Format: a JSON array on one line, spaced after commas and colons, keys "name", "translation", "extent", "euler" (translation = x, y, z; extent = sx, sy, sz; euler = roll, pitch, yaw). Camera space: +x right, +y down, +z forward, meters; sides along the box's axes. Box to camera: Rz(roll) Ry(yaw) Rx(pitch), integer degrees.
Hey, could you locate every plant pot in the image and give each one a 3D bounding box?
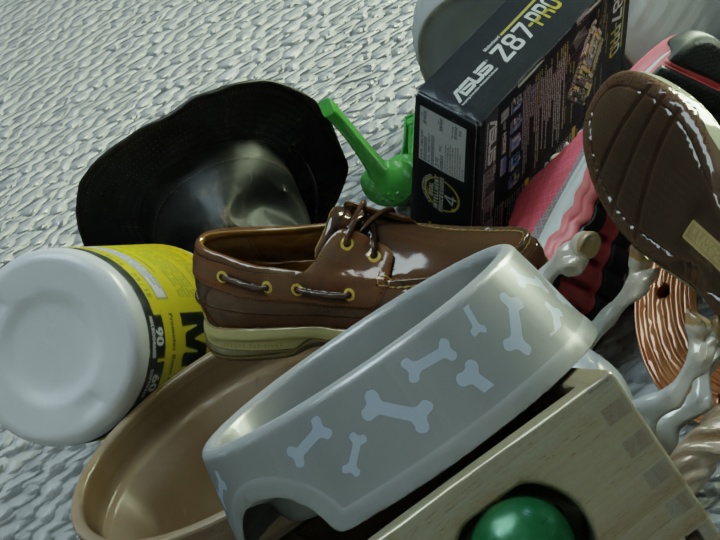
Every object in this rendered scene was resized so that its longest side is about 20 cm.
[{"name": "plant pot", "translation": [-0.048, 0.115, 1.461], "extent": [0.200, 0.093, 0.201], "euler": [-28, 23, 13]}]

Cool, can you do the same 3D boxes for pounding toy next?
[{"name": "pounding toy", "translation": [0.063, 0.152, 1.206], "extent": [0.184, 0.142, 0.200], "euler": [-35, 6, -9]}]

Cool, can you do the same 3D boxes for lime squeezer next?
[{"name": "lime squeezer", "translation": [0.016, -0.075, 1.821], "extent": [0.038, 0.071, 0.200], "euler": [-40, -10, 15]}]

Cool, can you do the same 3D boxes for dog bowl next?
[{"name": "dog bowl", "translation": [0.012, 0.059, 1.265], "extent": [0.200, 0.059, 0.200], "euler": [-33, 4, 3]}]

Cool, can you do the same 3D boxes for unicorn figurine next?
[{"name": "unicorn figurine", "translation": [0.114, 0.056, 1.364], "extent": [0.138, 0.074, 0.200], "euler": [-62, 29, 16]}]

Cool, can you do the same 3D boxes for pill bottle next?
[{"name": "pill bottle", "translation": [-0.140, 0.041, 1.618], "extent": [0.114, 0.115, 0.200], "euler": [-23, -6, 20]}]

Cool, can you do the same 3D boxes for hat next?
[{"name": "hat", "translation": [-0.085, -0.026, 1.750], "extent": [0.200, 0.201, 0.081], "euler": [-29, 55, 6]}]

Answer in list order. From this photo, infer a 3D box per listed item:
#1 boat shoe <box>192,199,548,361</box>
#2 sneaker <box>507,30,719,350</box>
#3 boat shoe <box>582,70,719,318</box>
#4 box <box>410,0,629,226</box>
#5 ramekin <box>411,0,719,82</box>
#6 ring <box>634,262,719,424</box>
[{"name": "boat shoe", "translation": [0.000, 0.000, 1.429], "extent": [0.199, 0.068, 0.072], "euler": [-7, 25, 24]}, {"name": "sneaker", "translation": [0.123, -0.049, 1.465], "extent": [0.200, 0.074, 0.087], "euler": [-58, 34, 5]}, {"name": "boat shoe", "translation": [0.183, -0.021, 1.345], "extent": [0.075, 0.075, 0.203], "euler": [-52, 47, 23]}, {"name": "box", "translation": [0.090, -0.066, 1.535], "extent": [0.049, 0.200, 0.161], "euler": [29, 54, 24]}, {"name": "ramekin", "translation": [0.127, -0.147, 1.657], "extent": [0.200, 0.200, 0.105], "euler": [-9, 41, 44]}, {"name": "ring", "translation": [0.226, -0.005, 1.363], "extent": [0.200, 0.019, 0.201], "euler": [-24, 48, 30]}]
